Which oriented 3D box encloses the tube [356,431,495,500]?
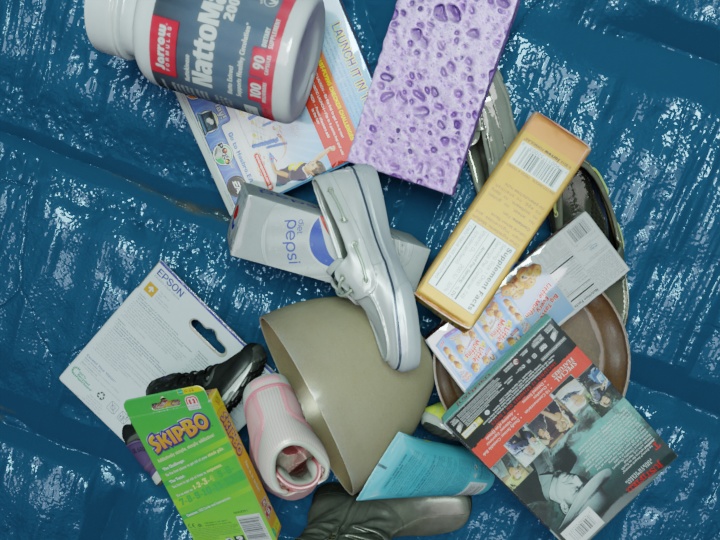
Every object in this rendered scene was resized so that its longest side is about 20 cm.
[{"bbox_3d":[0.074,0.206,0.744,0.050,0.199,0.078,31,96,38],"label":"tube"}]

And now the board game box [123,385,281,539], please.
[{"bbox_3d":[-0.160,0.203,0.741,0.094,0.030,0.202,-13,115,16],"label":"board game box"}]

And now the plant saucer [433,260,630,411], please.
[{"bbox_3d":[0.171,0.091,0.734,0.197,0.034,0.204,0,90,0],"label":"plant saucer"}]

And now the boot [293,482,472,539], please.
[{"bbox_3d":[0.026,0.291,0.795,0.197,0.131,0.069,-4,101,7],"label":"boot"}]

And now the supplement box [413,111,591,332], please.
[{"bbox_3d":[0.128,-0.041,0.668,0.068,0.067,0.201,36,88,8],"label":"supplement box"}]

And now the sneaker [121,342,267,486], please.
[{"bbox_3d":[-0.187,0.138,0.778,0.088,0.076,0.200,44,104,4],"label":"sneaker"}]

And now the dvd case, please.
[{"bbox_3d":[0.195,0.162,0.702,0.146,0.022,0.200,-45,100,3],"label":"dvd case"}]

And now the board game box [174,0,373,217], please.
[{"bbox_3d":[-0.086,-0.189,0.754,0.194,0.056,0.202,-22,98,10],"label":"board game box"}]

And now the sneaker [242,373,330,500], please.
[{"bbox_3d":[-0.074,0.211,0.766,0.074,0.105,0.202,-20,134,-14],"label":"sneaker"}]

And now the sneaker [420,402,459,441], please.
[{"bbox_3d":[0.161,0.139,0.787,0.197,0.075,0.078,-8,91,-1],"label":"sneaker"}]

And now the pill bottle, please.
[{"bbox_3d":[-0.141,-0.219,0.665,0.197,0.120,0.121,16,102,4],"label":"pill bottle"}]

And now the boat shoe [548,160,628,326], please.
[{"bbox_3d":[0.236,-0.020,0.746,0.071,0.060,0.204,-16,99,8],"label":"boat shoe"}]

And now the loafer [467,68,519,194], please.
[{"bbox_3d":[0.118,-0.145,0.728,0.069,0.070,0.202,-27,98,-9],"label":"loafer"}]

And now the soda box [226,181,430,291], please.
[{"bbox_3d":[-0.033,-0.027,0.740,0.197,0.068,0.064,16,102,-18],"label":"soda box"}]

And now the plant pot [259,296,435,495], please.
[{"bbox_3d":[-0.001,0.107,0.748,0.133,0.200,0.202,-27,98,-15],"label":"plant pot"}]

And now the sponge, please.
[{"bbox_3d":[0.069,-0.183,0.689,0.110,0.030,0.203,20,101,9],"label":"sponge"}]

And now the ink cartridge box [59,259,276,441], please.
[{"bbox_3d":[-0.215,0.122,0.835,0.196,0.043,0.200,45,102,-1],"label":"ink cartridge box"}]

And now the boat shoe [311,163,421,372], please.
[{"bbox_3d":[0.000,0.000,0.669,0.066,0.074,0.203,-10,70,-15],"label":"boat shoe"}]

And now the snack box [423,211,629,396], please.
[{"bbox_3d":[0.160,0.033,0.703,0.199,0.024,0.072,-39,91,2],"label":"snack box"}]
